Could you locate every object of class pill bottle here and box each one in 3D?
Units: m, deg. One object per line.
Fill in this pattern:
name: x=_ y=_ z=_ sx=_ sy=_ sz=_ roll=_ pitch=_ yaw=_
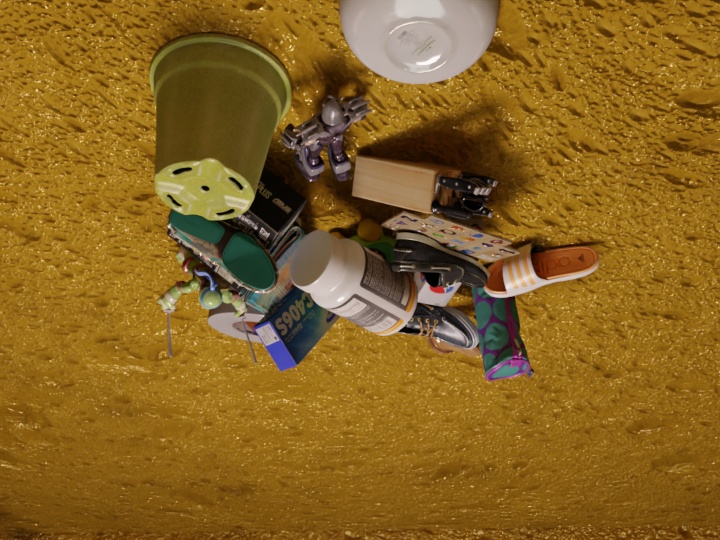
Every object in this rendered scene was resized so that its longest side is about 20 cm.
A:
pill bottle: x=-0.010 y=0.019 z=1.377 sx=0.116 sy=0.117 sz=0.199 roll=-23 pitch=142 yaw=36

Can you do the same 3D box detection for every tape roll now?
tape roll: x=-0.192 y=0.084 z=1.689 sx=0.198 sy=0.067 sz=0.201 roll=8 pitch=161 yaw=3

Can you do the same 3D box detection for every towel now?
towel: x=-0.128 y=0.004 z=1.425 sx=0.022 sy=0.147 sz=0.200 roll=38 pitch=175 yaw=10

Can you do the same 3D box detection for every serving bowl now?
serving bowl: x=0.071 y=-0.296 z=1.071 sx=0.198 sy=0.066 sz=0.201 roll=3 pitch=148 yaw=2

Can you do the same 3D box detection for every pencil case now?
pencil case: x=0.252 y=0.095 z=1.572 sx=0.084 sy=0.202 sz=0.092 roll=11 pitch=146 yaw=-27

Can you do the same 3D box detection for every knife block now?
knife block: x=0.092 y=-0.120 z=1.270 sx=0.198 sy=0.065 sz=0.176 roll=6 pitch=-169 yaw=-5

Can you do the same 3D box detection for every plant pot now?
plant pot: x=-0.198 y=-0.178 z=1.173 sx=0.198 sy=0.186 sz=0.201 roll=2 pitch=149 yaw=2

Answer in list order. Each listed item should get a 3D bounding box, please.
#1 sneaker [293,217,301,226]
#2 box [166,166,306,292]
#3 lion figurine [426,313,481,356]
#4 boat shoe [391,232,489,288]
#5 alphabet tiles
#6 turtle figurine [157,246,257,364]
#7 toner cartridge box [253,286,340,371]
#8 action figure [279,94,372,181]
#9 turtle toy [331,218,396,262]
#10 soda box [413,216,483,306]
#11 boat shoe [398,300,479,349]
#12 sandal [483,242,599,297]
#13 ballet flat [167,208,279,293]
sneaker: x=-0.147 y=-0.019 z=1.537 sx=0.076 sy=0.081 sz=0.200 roll=4 pitch=151 yaw=-5
box: x=-0.197 y=-0.083 z=1.363 sx=0.163 sy=0.086 sz=0.200 roll=38 pitch=143 yaw=1
lion figurine: x=0.189 y=0.132 z=1.709 sx=0.200 sy=0.072 sz=0.123 roll=25 pitch=147 yaw=57
boat shoe: x=0.129 y=-0.001 z=1.411 sx=0.199 sy=0.068 sz=0.071 roll=21 pitch=163 yaw=-37
alphabet tiles: x=0.137 y=-0.051 z=1.349 sx=0.198 sy=0.006 sz=0.166 roll=17 pitch=167 yaw=-15
turtle figurine: x=-0.275 y=0.048 z=1.523 sx=0.143 sy=0.194 sz=0.201 roll=-14 pitch=122 yaw=-3
toner cartridge box: x=-0.105 y=0.086 z=1.575 sx=0.043 sy=0.200 sz=0.096 roll=-21 pitch=106 yaw=35
action figure: x=-0.050 y=-0.190 z=1.228 sx=0.129 sy=0.070 sz=0.200 roll=-17 pitch=163 yaw=-13
turtle toy: x=0.000 y=0.000 z=1.534 sx=0.199 sy=0.102 sz=0.145 roll=-20 pitch=142 yaw=33
soda box: x=0.151 y=-0.014 z=1.529 sx=0.063 sy=0.069 sz=0.200 roll=10 pitch=148 yaw=-11
boat shoe: x=0.118 y=0.098 z=1.608 sx=0.199 sy=0.091 sz=0.071 roll=32 pitch=131 yaw=16
sandal: x=0.308 y=-0.015 z=1.517 sx=0.205 sy=0.080 sz=0.059 roll=-15 pitch=145 yaw=12
ballet flat: x=-0.198 y=-0.035 z=1.301 sx=0.199 sy=0.076 sz=0.064 roll=37 pitch=174 yaw=8
